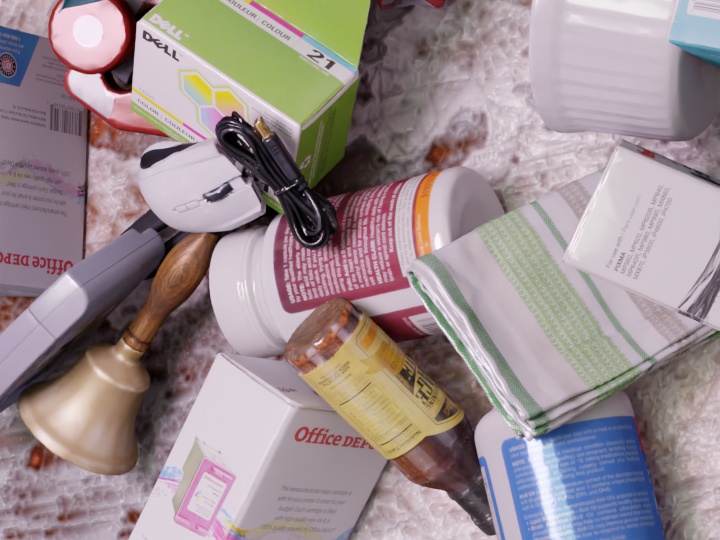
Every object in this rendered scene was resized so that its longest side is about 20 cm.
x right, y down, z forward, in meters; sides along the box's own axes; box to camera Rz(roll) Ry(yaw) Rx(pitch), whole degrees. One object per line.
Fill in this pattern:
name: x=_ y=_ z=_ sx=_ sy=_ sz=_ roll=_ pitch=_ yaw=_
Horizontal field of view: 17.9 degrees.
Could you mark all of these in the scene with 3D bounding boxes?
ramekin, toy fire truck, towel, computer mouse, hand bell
ramekin: x=0.191 y=-0.180 z=1.503 sx=0.098 sy=0.200 sz=0.201 roll=14 pitch=93 yaw=23
toy fire truck: x=-0.129 y=-0.187 z=1.741 sx=0.168 sy=0.112 sz=0.200 roll=36 pitch=103 yaw=6
towel: x=0.150 y=0.010 z=1.533 sx=0.200 sy=0.031 sz=0.149 roll=-27 pitch=70 yaw=-20
computer mouse: x=-0.104 y=-0.056 z=1.624 sx=0.044 sy=0.110 sz=0.200 roll=-49 pitch=22 yaw=-26
hand bell: x=-0.164 y=0.047 z=1.724 sx=0.104 sy=0.104 sz=0.200 roll=45 pitch=113 yaw=24

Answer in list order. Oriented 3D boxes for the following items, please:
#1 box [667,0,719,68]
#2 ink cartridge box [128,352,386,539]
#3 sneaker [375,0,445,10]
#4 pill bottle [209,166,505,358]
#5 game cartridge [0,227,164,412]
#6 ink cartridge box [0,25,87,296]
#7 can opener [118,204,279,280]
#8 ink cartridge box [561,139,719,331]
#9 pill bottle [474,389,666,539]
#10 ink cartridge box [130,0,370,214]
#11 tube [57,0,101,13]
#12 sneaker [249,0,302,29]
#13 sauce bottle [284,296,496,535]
box: x=0.253 y=-0.167 z=1.460 sx=0.049 sy=0.200 sz=0.082 roll=14 pitch=93 yaw=23
ink cartridge box: x=-0.073 y=0.167 z=1.650 sx=0.085 sy=0.144 sz=0.200 roll=34 pitch=103 yaw=34
sneaker: x=0.000 y=-0.265 z=1.686 sx=0.200 sy=0.071 sz=0.113 roll=32 pitch=98 yaw=25
pill bottle: x=0.000 y=0.000 z=1.641 sx=0.200 sy=0.114 sz=0.114 roll=-12 pitch=80 yaw=28
game cartridge: x=-0.241 y=0.051 z=1.742 sx=0.042 sy=0.133 sz=0.200 roll=46 pitch=124 yaw=-2
ink cartridge box: x=-0.315 y=-0.083 z=1.806 sx=0.146 sy=0.147 sz=0.200 roll=-1 pitch=85 yaw=29
can opener: x=-0.112 y=-0.052 z=1.740 sx=0.200 sy=0.079 sz=0.063 roll=-25 pitch=82 yaw=35
ink cartridge box: x=0.236 y=-0.008 z=1.453 sx=0.200 sy=0.144 sz=0.084 roll=23 pitch=97 yaw=5
pill bottle: x=0.140 y=0.142 z=1.551 sx=0.112 sy=0.112 sz=0.200 roll=-18 pitch=78 yaw=27
ink cartridge box: x=-0.078 y=-0.157 z=1.590 sx=0.148 sy=0.200 sz=0.076 roll=34 pitch=58 yaw=15
tube: x=-0.124 y=-0.233 z=1.644 sx=0.200 sy=0.077 sz=0.050 roll=-24 pitch=82 yaw=-14
sneaker: x=-0.043 y=-0.202 z=1.654 sx=0.077 sy=0.085 sz=0.200 roll=24 pitch=142 yaw=27
sauce bottle: x=0.035 y=0.104 z=1.592 sx=0.066 sy=0.066 sz=0.200 roll=-39 pitch=109 yaw=21
